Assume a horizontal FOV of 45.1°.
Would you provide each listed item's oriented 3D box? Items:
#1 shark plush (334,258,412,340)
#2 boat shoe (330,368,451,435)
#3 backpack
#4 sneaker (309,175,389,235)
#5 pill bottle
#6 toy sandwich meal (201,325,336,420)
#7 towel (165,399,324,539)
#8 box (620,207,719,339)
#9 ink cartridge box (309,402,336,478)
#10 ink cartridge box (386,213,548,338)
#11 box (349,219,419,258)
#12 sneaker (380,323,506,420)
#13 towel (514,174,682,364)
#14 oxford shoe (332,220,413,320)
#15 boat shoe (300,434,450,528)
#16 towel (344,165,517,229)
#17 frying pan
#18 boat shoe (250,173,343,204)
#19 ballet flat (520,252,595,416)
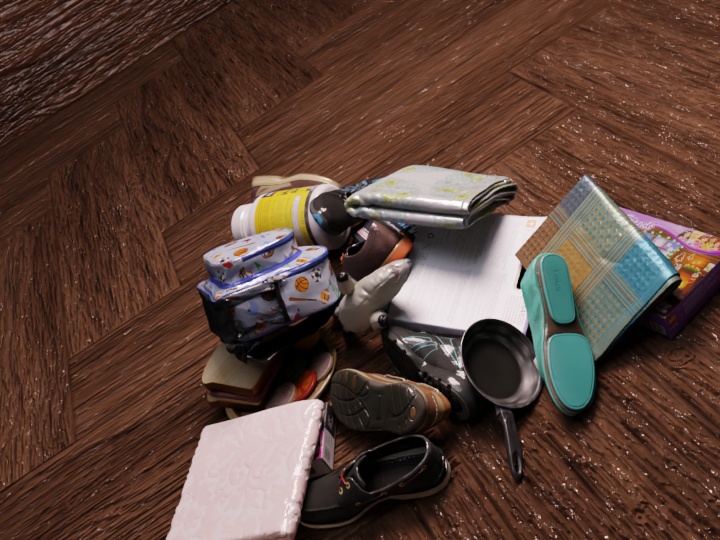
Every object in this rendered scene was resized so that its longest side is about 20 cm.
[{"bbox_3d":[0.017,0.054,1.197,0.091,0.201,0.083,40,59,17],"label":"shark plush"},{"bbox_3d":[0.035,0.168,1.091,0.199,0.073,0.077,6,92,55],"label":"boat shoe"},{"bbox_3d":[-0.129,0.021,1.236,0.189,0.156,0.200,-14,16,-18],"label":"backpack"},{"bbox_3d":[-0.011,-0.116,1.407,0.082,0.074,0.200,-38,-5,33],"label":"sneaker"},{"bbox_3d":[-0.124,-0.083,1.501,0.198,0.112,0.112,-6,41,33],"label":"pill bottle"},{"bbox_3d":[-0.130,0.140,1.252,0.204,0.071,0.206,-21,35,15],"label":"toy sandwich meal"},{"bbox_3d":[-0.141,0.260,1.080,0.190,0.032,0.201,-18,36,25],"label":"towel"},{"bbox_3d":[0.349,-0.005,1.089,0.137,0.039,0.200,-42,35,-15],"label":"box"},{"bbox_3d":[-0.126,0.245,1.149,0.198,0.037,0.095,-21,35,19],"label":"ink cartridge box"},{"bbox_3d":[0.156,0.007,1.189,0.198,0.041,0.201,7,57,27],"label":"ink cartridge box"},{"bbox_3d":[0.092,-0.054,1.350,0.158,0.046,0.200,-36,34,-6],"label":"box"},{"bbox_3d":[0.101,0.119,1.112,0.079,0.076,0.200,-32,40,-21],"label":"sneaker"},{"bbox_3d":[0.284,-0.005,1.061,0.147,0.022,0.201,-50,44,22],"label":"towel"},{"bbox_3d":[0.000,0.000,1.265,0.200,0.072,0.071,-49,2,41],"label":"oxford shoe"},{"bbox_3d":[0.004,0.245,1.020,0.200,0.063,0.074,-22,39,17],"label":"boat shoe"},{"bbox_3d":[0.103,-0.108,1.235,0.198,0.049,0.171,8,21,32],"label":"towel"},{"bbox_3d":[0.179,0.145,1.023,0.114,0.191,0.031,-9,-23,-32],"label":"frying pan"},{"bbox_3d":[-0.123,-0.137,1.624,0.198,0.072,0.073,4,76,27],"label":"boat shoe"},{"bbox_3d":[0.232,0.080,1.034,0.067,0.070,0.202,1,66,-14],"label":"ballet flat"}]
